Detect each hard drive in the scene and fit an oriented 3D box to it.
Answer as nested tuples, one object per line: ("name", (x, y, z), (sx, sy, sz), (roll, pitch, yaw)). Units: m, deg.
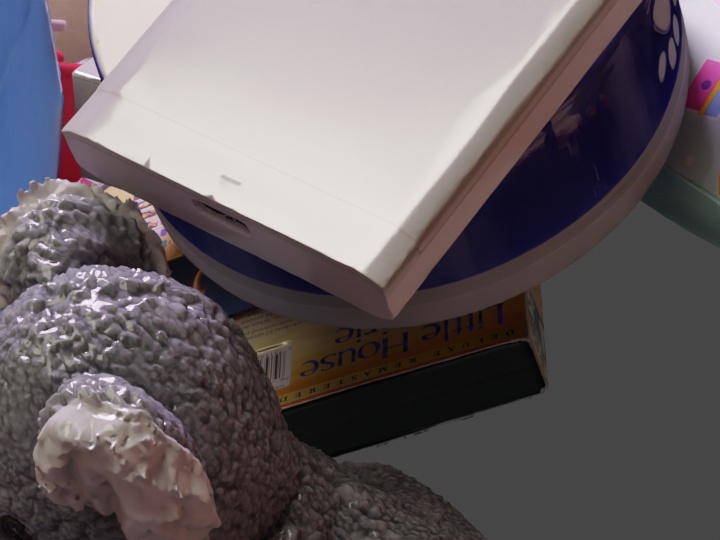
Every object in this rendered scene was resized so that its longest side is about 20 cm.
("hard drive", (0.015, -0.088, 0.920), (0.131, 0.026, 0.200), (26, 66, 30))

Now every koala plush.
("koala plush", (-0.059, 0.077, 0.898), (0.183, 0.201, 0.178), (-22, 31, 4))

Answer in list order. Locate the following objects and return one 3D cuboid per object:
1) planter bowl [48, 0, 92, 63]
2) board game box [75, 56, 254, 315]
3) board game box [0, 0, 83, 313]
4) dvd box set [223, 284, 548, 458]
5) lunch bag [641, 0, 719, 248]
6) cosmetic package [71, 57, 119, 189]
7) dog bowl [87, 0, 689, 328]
("planter bowl", (-0.211, -0.094, 1.320), (0.199, 0.135, 0.201), (-17, 33, 11))
("board game box", (-0.056, -0.049, 1.185), (0.135, 0.035, 0.200), (-19, 31, 9))
("board game box", (-0.129, -0.066, 1.155), (0.039, 0.158, 0.201), (1, 53, -22))
("dvd box set", (0.000, 0.000, 1.134), (0.146, 0.030, 0.200), (-18, 31, 11))
("lunch bag", (0.189, -0.060, 1.011), (0.199, 0.122, 0.170), (-28, 32, -16))
("cosmetic package", (0.007, -0.080, 1.109), (0.150, 0.052, 0.200), (17, 37, 28))
("dog bowl", (0.010, -0.083, 0.984), (0.199, 0.079, 0.201), (-8, 54, 10))
